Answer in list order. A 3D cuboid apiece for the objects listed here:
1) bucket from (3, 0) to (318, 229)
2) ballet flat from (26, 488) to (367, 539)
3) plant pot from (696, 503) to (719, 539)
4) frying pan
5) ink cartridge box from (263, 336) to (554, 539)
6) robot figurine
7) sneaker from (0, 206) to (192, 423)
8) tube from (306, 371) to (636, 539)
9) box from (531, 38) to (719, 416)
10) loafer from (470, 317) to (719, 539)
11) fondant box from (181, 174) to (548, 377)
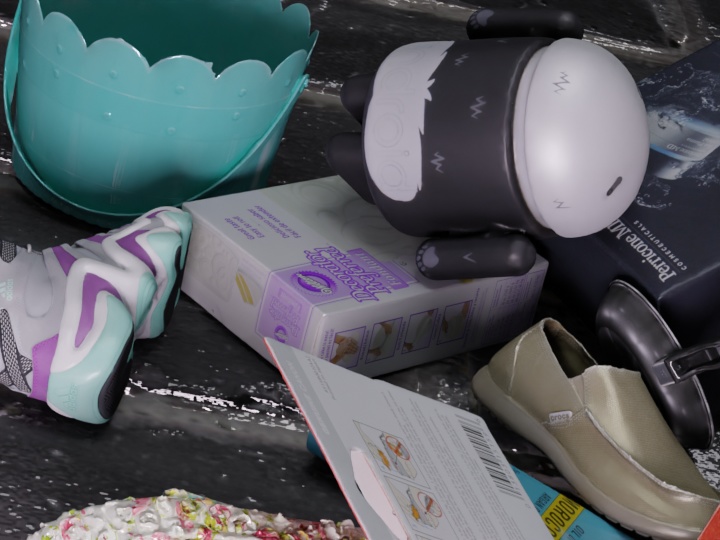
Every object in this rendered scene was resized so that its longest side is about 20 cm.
[{"bbox_3d":[-0.139,-0.121,1.446,0.205,0.136,0.208,11,26,-5],"label":"bucket"},{"bbox_3d":[-0.062,0.148,1.033,0.198,0.076,0.064,3,15,-19],"label":"ballet flat"},{"bbox_3d":[0.274,0.170,1.047,0.199,0.201,0.176,-15,50,-45],"label":"plant pot"},{"bbox_3d":[0.186,0.069,1.264,0.031,0.116,0.190,-28,21,-9],"label":"frying pan"},{"bbox_3d":[0.036,0.134,1.036,0.173,0.044,0.201,22,28,-44],"label":"ink cartridge box"},{"bbox_3d":[0.080,-0.080,1.331,0.198,0.152,0.125,1,15,31],"label":"robot figurine"},{"bbox_3d":[-0.181,0.003,1.253,0.139,0.078,0.200,17,26,4],"label":"sneaker"},{"bbox_3d":[0.066,0.125,1.184,0.199,0.051,0.077,29,35,14],"label":"tube"},{"bbox_3d":[0.230,-0.032,1.396,0.199,0.118,0.197,-28,40,-12],"label":"box"},{"bbox_3d":[0.143,0.091,1.235,0.200,0.069,0.075,36,15,38],"label":"loafer"},{"bbox_3d":[0.000,0.000,1.370,0.199,0.059,0.144,-13,38,-41],"label":"fondant box"}]
